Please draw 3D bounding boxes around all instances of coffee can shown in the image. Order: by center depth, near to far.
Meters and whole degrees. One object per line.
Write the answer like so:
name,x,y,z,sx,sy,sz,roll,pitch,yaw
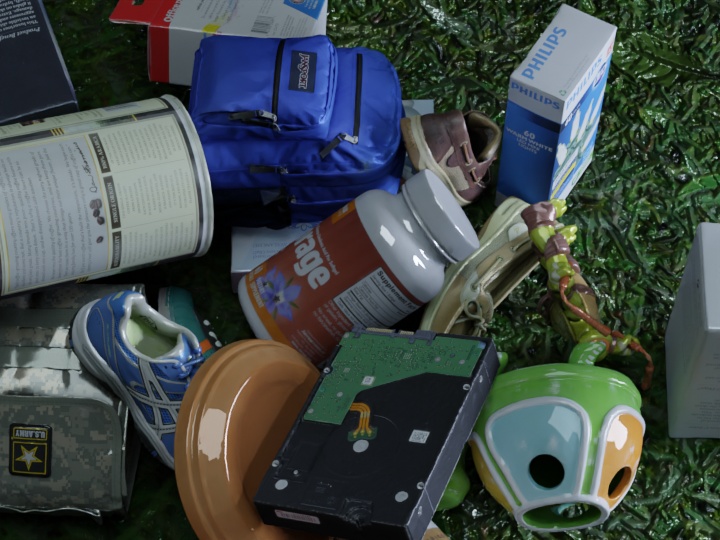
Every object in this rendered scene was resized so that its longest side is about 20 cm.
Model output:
coffee can,-0.244,-0.062,1.398,0.200,0.146,0.146,-13,58,-22

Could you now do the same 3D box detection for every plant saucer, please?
plant saucer,-0.070,0.154,1.354,0.037,0.200,0.200,-12,48,39

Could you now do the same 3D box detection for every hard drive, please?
hard drive,0.016,0.130,1.325,0.140,0.038,0.200,5,46,27

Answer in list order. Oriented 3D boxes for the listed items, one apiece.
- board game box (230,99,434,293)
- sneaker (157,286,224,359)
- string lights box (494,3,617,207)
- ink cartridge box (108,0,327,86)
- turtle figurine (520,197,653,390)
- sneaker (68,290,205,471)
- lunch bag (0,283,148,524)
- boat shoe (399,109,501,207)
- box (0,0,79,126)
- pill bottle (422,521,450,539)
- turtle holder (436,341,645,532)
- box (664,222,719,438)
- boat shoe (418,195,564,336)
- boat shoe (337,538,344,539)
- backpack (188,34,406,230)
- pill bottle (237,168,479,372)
board game box,-0.024,-0.073,1.576,0.200,0.043,0.199,-1,56,-1
sneaker,-0.129,0.101,1.454,0.080,0.071,0.200,-13,67,-9
string lights box,0.179,-0.140,1.527,0.059,0.200,0.103,28,62,16
ink cartridge box,-0.141,-0.237,1.645,0.200,0.067,0.116,8,36,6
turtle figurine,0.191,0.026,1.448,0.064,0.200,0.161,-30,53,18
sneaker,-0.153,0.098,1.349,0.200,0.077,0.076,45,48,-10
lunch bag,-0.271,0.116,1.416,0.164,0.118,0.200,2,63,3
boat shoe,0.099,-0.111,1.512,0.072,0.200,0.072,-22,73,15
box,-0.332,-0.153,1.535,0.123,0.200,0.199,-17,60,-11
pill bottle,0.078,0.301,1.299,0.114,0.114,0.200,-37,65,-21
turtle holder,0.146,0.147,1.382,0.185,0.141,0.132,1,61,-2
box,0.350,0.058,1.402,0.152,0.200,0.106,3,59,1
boat shoe,0.118,0.014,1.507,0.063,0.073,0.201,27,54,19
boat shoe,0.030,0.151,1.389,0.069,0.074,0.200,-21,30,30
backpack,-0.057,-0.128,1.489,0.200,0.168,0.163,3,65,0
pill bottle,0.000,0.000,1.447,0.200,0.112,0.112,-35,60,12
